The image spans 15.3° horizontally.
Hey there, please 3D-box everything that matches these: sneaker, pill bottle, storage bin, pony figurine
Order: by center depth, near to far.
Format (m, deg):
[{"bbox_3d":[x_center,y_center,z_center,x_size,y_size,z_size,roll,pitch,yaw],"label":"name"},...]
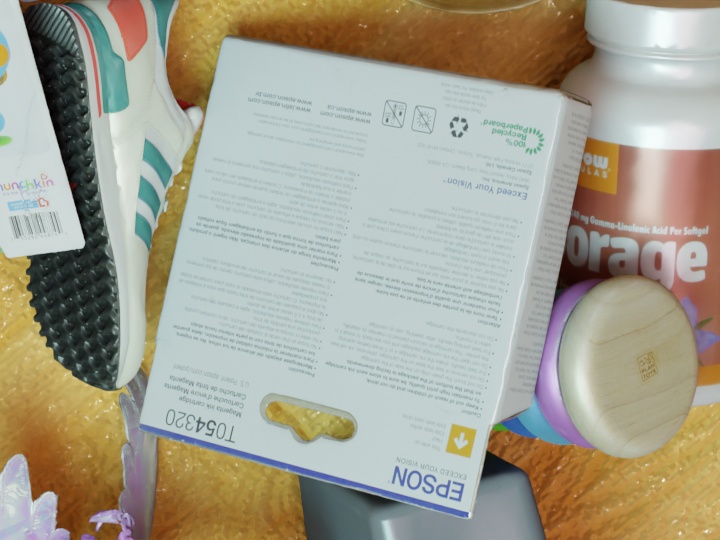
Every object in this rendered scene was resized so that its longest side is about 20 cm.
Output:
[{"bbox_3d":[-0.110,-0.041,1.298,0.093,0.070,0.201,-23,119,-40],"label":"sneaker"},{"bbox_3d":[-0.120,0.165,1.324,0.166,0.199,0.194,-24,127,-49],"label":"pony figurine"},{"bbox_3d":[0.150,-0.042,1.347,0.111,0.112,0.201,-2,108,-11],"label":"pill bottle"},{"bbox_3d":[0.027,0.161,1.348,0.145,0.200,0.135,-14,99,-14],"label":"storage bin"}]

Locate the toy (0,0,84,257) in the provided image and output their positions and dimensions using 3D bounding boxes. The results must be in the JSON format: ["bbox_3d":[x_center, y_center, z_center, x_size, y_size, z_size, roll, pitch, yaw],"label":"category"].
[{"bbox_3d":[-0.200,-0.097,1.233,0.114,0.047,0.201,-6,117,10],"label":"toy"}]

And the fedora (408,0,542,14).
[{"bbox_3d":[0.062,-0.216,1.288,0.199,0.082,0.202,-3,108,-11],"label":"fedora"}]

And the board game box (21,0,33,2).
[{"bbox_3d":[-0.083,-0.242,1.226,0.199,0.041,0.201,-12,89,0],"label":"board game box"}]

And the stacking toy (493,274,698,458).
[{"bbox_3d":[0.070,0.045,1.325,0.085,0.199,0.086,0,89,-39],"label":"stacking toy"}]

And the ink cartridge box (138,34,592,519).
[{"bbox_3d":[0.000,0.000,1.278,0.043,0.195,0.201,11,92,-59],"label":"ink cartridge box"}]
